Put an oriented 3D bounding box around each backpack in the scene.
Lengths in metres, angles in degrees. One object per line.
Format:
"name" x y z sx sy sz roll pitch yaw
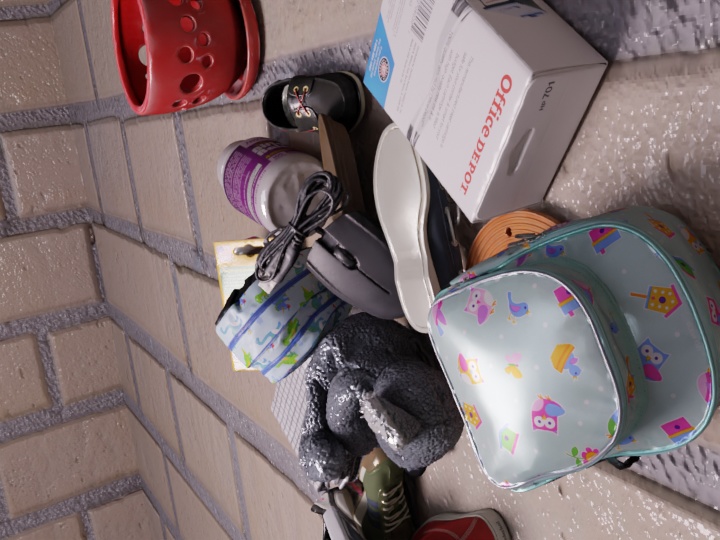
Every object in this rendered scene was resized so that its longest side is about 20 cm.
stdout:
"backpack" -0.090 0.049 0.920 0.162 0.199 0.155 -39 72 14
"backpack" 0.157 0.054 0.539 0.198 0.152 0.180 -28 78 33

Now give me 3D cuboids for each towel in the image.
"towel" -0.044 0.190 1.065 0.166 0.084 0.203 53 143 34

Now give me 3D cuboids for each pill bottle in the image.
"pill bottle" -0.125 -0.121 1.042 0.199 0.110 0.115 31 128 53

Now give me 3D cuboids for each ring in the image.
"ring" 0.160 0.045 0.686 0.200 0.019 0.205 37 134 50

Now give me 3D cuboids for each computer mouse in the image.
"computer mouse" 0.000 0.000 0.784 0.139 0.197 0.053 -52 30 20

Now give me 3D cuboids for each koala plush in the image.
"koala plush" 0.039 0.141 0.803 0.199 0.173 0.189 -179 87 -65

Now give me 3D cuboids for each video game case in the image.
"video game case" 0.029 0.382 0.931 0.182 0.023 0.200 48 171 -2

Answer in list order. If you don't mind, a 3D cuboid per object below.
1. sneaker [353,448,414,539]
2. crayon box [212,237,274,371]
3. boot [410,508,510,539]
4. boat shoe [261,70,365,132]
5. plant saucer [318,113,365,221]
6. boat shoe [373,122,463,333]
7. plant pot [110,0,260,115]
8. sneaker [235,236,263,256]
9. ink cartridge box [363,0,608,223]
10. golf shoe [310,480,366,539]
"sneaker" 0.042 0.304 0.975 0.090 0.066 0.203 53 149 35
"crayon box" -0.144 0.048 1.148 0.123 0.052 0.205 -2 104 21
"boot" 0.063 0.332 0.861 0.074 0.141 0.200 65 151 17
"boat shoe" -0.061 -0.204 0.941 0.200 0.062 0.076 17 115 57
"plant saucer" -0.018 -0.081 0.881 0.200 0.029 0.206 168 91 -86
"boat shoe" 0.065 -0.044 0.741 0.074 0.061 0.205 -9 96 51
"plant pot" -0.253 -0.340 1.108 0.200 0.179 0.205 36 133 50
"sneaker" -0.162 0.041 1.228 0.088 0.080 0.204 38 140 43
"ink cartridge box" 0.093 -0.167 0.645 0.202 0.084 0.148 56 147 31
"golf shoe" -0.021 0.416 1.111 0.072 0.090 0.205 -9 96 60
